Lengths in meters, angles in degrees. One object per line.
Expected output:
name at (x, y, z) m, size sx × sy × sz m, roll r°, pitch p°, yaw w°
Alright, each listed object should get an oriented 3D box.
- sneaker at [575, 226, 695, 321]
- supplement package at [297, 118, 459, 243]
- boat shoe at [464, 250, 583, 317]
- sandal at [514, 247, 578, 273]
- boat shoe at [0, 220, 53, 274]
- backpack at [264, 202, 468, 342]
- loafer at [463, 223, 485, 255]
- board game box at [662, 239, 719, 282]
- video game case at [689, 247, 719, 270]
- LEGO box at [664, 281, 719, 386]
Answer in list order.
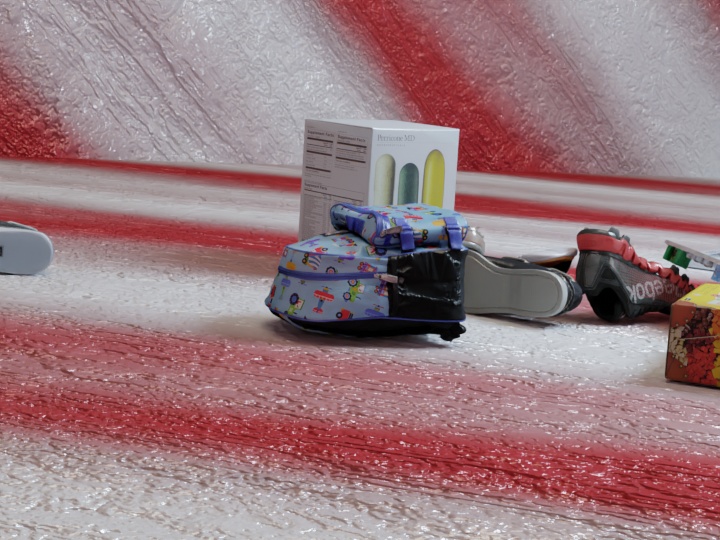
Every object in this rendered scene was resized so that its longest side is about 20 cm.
sneaker at (0.325, 0.025, 1.903) m, size 0.200 × 0.099 × 0.071 m, roll 27°, pitch -17°, yaw -36°
supplement package at (0.022, -0.094, 2.094) m, size 0.151 × 0.202 × 0.150 m, roll -3°, pitch 11°, yaw -37°
boat shoe at (0.167, 0.016, 1.867) m, size 0.199 × 0.075 × 0.060 m, roll 6°, pitch 2°, yaw 38°
sandal at (0.205, 0.017, 1.953) m, size 0.079 × 0.060 × 0.206 m, roll -7°, pitch -9°, yaw -25°
boat shoe at (-0.470, -0.039, 1.912) m, size 0.198 × 0.074 × 0.068 m, roll 2°, pitch 13°, yaw -16°
backpack at (0.000, 0.000, 1.692) m, size 0.198 × 0.136 × 0.182 m, roll -1°, pitch 9°, yaw -15°
loafer at (0.116, -0.033, 1.984) m, size 0.071 × 0.063 × 0.200 m, roll 12°, pitch -14°, yaw -2°
board game box at (0.474, 0.026, 1.883) m, size 0.199 × 0.026 × 0.200 m, roll 24°, pitch 4°, yaw -12°
video game case at (0.627, -0.010, 2.447) m, size 0.199 × 0.023 × 0.182 m, roll 10°, pitch 10°, yaw 33°
LEGO box at (0.403, 0.067, 1.614) m, size 0.148 × 0.078 × 0.200 m, roll 8°, pitch 9°, yaw 22°
